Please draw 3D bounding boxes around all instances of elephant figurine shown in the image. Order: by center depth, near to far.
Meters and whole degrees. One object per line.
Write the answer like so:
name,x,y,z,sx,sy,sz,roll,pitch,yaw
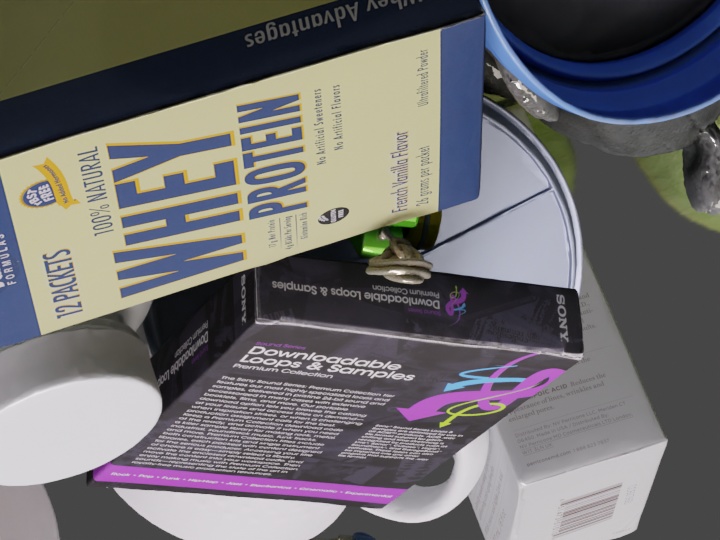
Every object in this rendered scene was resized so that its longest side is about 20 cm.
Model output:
elephant figurine,0.085,-0.126,1.219,0.155,0.142,0.200,15,173,16

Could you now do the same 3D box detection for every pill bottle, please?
pill bottle,-0.148,-0.020,1.208,0.112,0.200,0.113,-17,154,-9

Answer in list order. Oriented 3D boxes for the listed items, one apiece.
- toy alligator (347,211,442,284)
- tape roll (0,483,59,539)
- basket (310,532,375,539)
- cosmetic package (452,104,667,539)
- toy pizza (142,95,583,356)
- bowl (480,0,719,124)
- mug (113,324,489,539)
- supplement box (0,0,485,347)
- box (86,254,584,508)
toy alligator,0.004,-0.036,1.186,0.059,0.054,0.200,6,-172,-11
tape roll,-0.255,0.172,1.493,0.202,0.203,0.139,-12,153,-18
basket,-0.007,0.245,1.860,0.199,0.139,0.176,17,146,-5
cosmetic package,0.074,0.033,1.473,0.081,0.200,0.113,-17,152,-13
toy pizza,0.000,0.000,1.324,0.199,0.032,0.201,-4,117,-7
bowl,0.108,-0.156,1.109,0.200,0.039,0.201,-15,116,-32
mug,-0.024,0.043,1.432,0.148,0.200,0.176,-42,165,-42
supplement box,-0.079,-0.111,1.085,0.199,0.200,0.134,-17,154,-7
box,-0.015,0.050,1.231,0.143,0.036,0.200,7,157,-24
